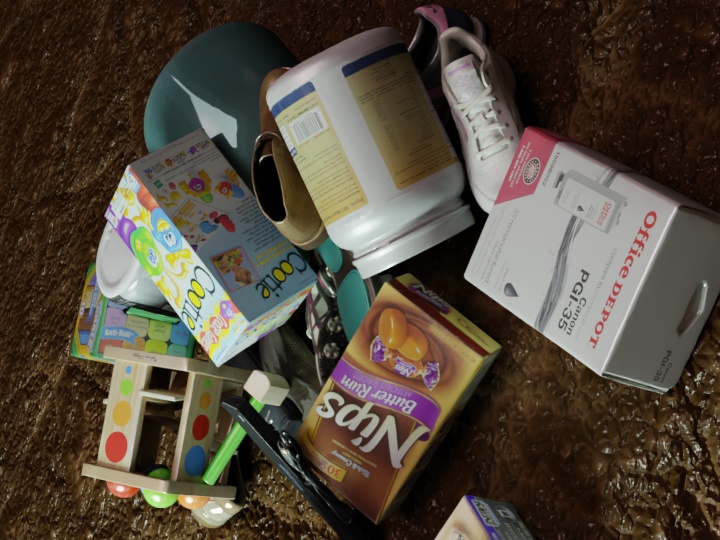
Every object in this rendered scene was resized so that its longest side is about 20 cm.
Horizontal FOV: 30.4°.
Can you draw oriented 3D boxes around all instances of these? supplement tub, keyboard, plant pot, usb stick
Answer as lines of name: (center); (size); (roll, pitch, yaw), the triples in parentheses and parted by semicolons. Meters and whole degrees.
supplement tub: (-0.187, -0.004, 1.499); (0.122, 0.198, 0.124); (-24, 59, 47)
keyboard: (-0.052, 0.194, 1.250); (0.021, 0.201, 0.127); (-44, 17, -14)
supplement tub: (0.013, -0.109, 1.245); (0.144, 0.144, 0.202); (-24, 92, 48)
plant pot: (-0.115, -0.145, 1.467); (0.161, 0.199, 0.202); (44, 114, 35)
usb stick: (-0.117, 0.131, 1.498); (0.056, 0.032, 0.200); (-63, 37, 16)

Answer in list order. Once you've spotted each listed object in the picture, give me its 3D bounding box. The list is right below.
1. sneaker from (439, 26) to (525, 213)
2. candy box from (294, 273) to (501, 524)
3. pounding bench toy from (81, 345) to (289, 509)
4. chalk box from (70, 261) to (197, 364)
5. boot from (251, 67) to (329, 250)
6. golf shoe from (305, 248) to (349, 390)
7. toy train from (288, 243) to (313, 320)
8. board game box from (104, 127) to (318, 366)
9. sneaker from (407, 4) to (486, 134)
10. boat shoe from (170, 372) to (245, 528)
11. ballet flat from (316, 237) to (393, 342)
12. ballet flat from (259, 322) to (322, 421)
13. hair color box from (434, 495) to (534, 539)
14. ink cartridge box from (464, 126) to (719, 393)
sneaker: (0.109, -0.135, 1.216); (0.074, 0.099, 0.202); (-27, 55, 20)
candy box: (0.030, 0.120, 1.233); (0.116, 0.056, 0.202); (37, 114, 17)
pounding bench toy: (-0.176, 0.176, 1.413); (0.198, 0.124, 0.159); (5, 82, 34)
chalk box: (-0.267, 0.057, 1.622); (0.200, 0.123, 0.126); (176, 106, -68)
boot: (-0.075, -0.125, 1.311); (0.073, 0.075, 0.203); (-24, 61, 26)
golf shoe: (-0.019, 0.061, 1.368); (0.088, 0.076, 0.203); (124, 149, -53)
toy train: (-0.065, -0.036, 1.434); (0.056, 0.042, 0.202); (32, 122, 24)
board game box: (-0.155, -0.024, 1.360); (0.201, 0.104, 0.103); (52, 142, 9)
sneaker: (0.052, -0.169, 1.328); (0.070, 0.081, 0.203); (30, 102, 52)
boat shoe: (-0.170, 0.190, 1.526); (0.064, 0.071, 0.203); (-35, 61, 36)
ballet flat: (0.000, 0.000, 1.320); (0.067, 0.063, 0.202); (-50, 57, 50)
ballet flat: (-0.059, 0.111, 1.415); (0.200, 0.046, 0.068); (45, 131, 54)
hair color box: (0.082, 0.305, 1.130); (0.201, 0.064, 0.110); (-58, 38, 20)
ink cartridge box: (0.191, -0.014, 1.075); (0.200, 0.082, 0.148); (38, 108, 53)
